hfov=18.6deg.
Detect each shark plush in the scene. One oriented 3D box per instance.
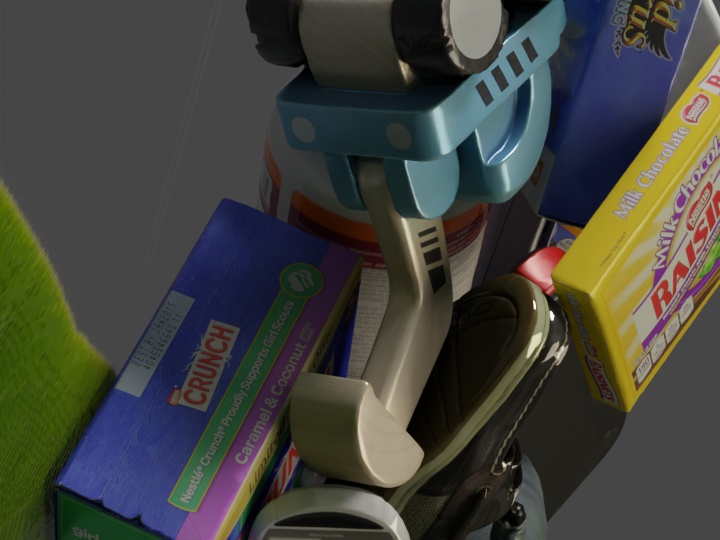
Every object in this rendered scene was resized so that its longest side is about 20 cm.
[{"bbox_3d":[0.052,0.137,1.013,0.084,0.091,0.200,-70,165,7],"label":"shark plush"}]

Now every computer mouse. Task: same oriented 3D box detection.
[{"bbox_3d":[-0.011,0.157,0.952,0.044,0.109,0.201,-86,179,-52],"label":"computer mouse"}]

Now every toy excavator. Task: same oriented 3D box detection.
[{"bbox_3d":[0.024,-0.038,0.909,0.194,0.100,0.201,-45,129,-41],"label":"toy excavator"}]

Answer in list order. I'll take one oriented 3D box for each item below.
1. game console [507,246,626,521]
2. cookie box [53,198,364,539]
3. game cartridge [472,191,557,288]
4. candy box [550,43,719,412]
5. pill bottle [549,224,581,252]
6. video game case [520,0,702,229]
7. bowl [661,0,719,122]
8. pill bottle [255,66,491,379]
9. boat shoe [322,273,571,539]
[{"bbox_3d":[0.065,0.092,1.124,0.177,0.031,0.200,-46,150,-12],"label":"game console"},{"bbox_3d":[-0.069,0.100,0.980,0.200,0.075,0.171,98,16,-52],"label":"cookie box"},{"bbox_3d":[0.023,0.018,1.178,0.038,0.129,0.201,22,89,-63],"label":"game cartridge"},{"bbox_3d":[0.156,-0.041,0.973,0.200,0.026,0.102,-53,145,-18],"label":"candy box"},{"bbox_3d":[0.061,-0.001,1.259,0.200,0.112,0.112,-46,-179,24],"label":"pill bottle"},{"bbox_3d":[0.108,-0.141,1.001,0.181,0.045,0.201,-113,-142,-67],"label":"video game case"},{"bbox_3d":[0.155,-0.087,1.133,0.201,0.090,0.202,-90,154,-67],"label":"bowl"},{"bbox_3d":[0.000,0.000,1.062,0.200,0.109,0.110,101,13,-46],"label":"pill bottle"},{"bbox_3d":[0.039,0.083,0.966,0.201,0.066,0.072,-54,-154,32],"label":"boat shoe"}]
